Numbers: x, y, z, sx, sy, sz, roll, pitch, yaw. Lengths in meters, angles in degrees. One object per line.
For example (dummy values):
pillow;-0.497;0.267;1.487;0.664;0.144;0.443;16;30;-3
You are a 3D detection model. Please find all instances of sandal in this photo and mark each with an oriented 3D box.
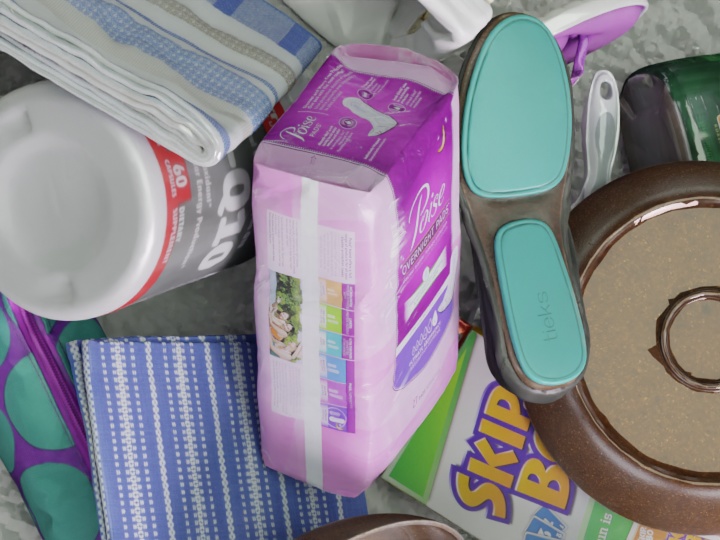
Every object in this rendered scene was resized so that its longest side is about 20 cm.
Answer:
sandal;0.069;-0.093;1.460;0.202;0.082;0.050;-24;84;-7

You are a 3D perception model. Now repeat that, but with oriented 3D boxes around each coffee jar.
coffee jar;0.252;-0.084;1.520;0.199;0.085;0.105;-15;92;-20

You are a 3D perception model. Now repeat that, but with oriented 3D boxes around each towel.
towel;-0.102;-0.119;1.297;0.146;0.200;0.024;31;114;2
towel;-0.067;0.103;1.370;0.200;0.024;0.146;2;75;-50

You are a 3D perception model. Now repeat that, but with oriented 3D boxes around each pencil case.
pencil case;-0.149;0.072;1.365;0.085;0.092;0.201;-30;96;-19

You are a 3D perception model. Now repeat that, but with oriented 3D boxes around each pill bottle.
pill bottle;-0.098;-0.049;1.332;0.200;0.113;0.114;-23;95;-60

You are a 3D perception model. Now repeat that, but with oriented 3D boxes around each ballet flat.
ballet flat;0.076;-0.030;1.392;0.068;0.068;0.201;-1;82;-16

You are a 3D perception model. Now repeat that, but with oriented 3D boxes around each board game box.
board game box;0.105;0.113;1.445;0.199;0.030;0.096;32;96;6

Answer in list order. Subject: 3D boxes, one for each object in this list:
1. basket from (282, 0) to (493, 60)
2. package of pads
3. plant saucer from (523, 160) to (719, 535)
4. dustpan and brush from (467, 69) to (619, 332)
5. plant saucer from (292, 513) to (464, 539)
basket;-0.006;-0.215;1.413;0.200;0.135;0.124;40;73;-13
package of pads;0.000;0.000;1.346;0.075;0.201;0.121;14;40;18
plant saucer;0.181;0.038;1.420;0.199;0.034;0.201;0;81;-1
dustpan and brush;0.123;-0.008;1.482;0.139;0.057;0.201;3;85;-19
plant saucer;-0.031;0.193;1.370;0.200;0.201;0.032;-32;58;-19
